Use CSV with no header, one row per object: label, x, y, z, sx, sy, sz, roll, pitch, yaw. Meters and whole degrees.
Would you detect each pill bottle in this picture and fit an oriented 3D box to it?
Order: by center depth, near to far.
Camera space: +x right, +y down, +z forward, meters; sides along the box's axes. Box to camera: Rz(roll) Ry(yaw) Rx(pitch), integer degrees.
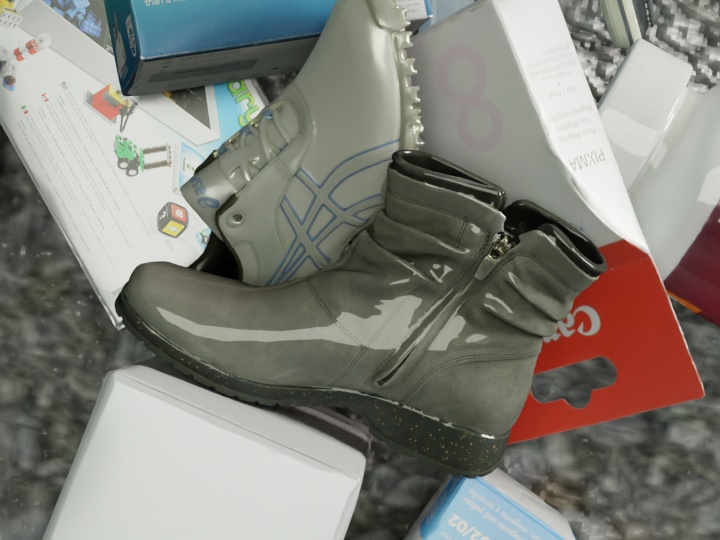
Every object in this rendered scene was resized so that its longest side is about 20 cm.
pill bottle,0.197,-0.023,0.840,0.199,0.110,0.110,30,91,2

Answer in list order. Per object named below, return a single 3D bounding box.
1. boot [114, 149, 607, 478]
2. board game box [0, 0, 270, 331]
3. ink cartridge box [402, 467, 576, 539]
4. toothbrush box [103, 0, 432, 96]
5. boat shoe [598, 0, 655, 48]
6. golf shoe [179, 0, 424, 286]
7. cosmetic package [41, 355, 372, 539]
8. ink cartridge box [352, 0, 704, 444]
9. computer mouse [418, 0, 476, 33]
boot,0.000,0.000,0.774,0.198,0.068,0.132,20,114,-4
board game box,-0.119,-0.087,0.892,0.125,0.035,0.201,-29,89,2
ink cartridge box,0.022,0.191,0.846,0.068,0.115,0.201,34,91,3
toothbrush box,-0.060,-0.199,0.841,0.145,0.085,0.202,-9,85,-15
boat shoe,0.142,-0.212,0.861,0.062,0.075,0.202,1,85,9
golf shoe,-0.032,-0.044,0.801,0.096,0.079,0.201,-1,130,-21
cosmetic package,-0.084,0.153,0.809,0.122,0.200,0.201,22,92,3
ink cartridge box,0.061,-0.015,0.827,0.057,0.162,0.202,-15,86,-38
computer mouse,0.066,-0.118,0.879,0.108,0.044,0.202,-4,90,2
